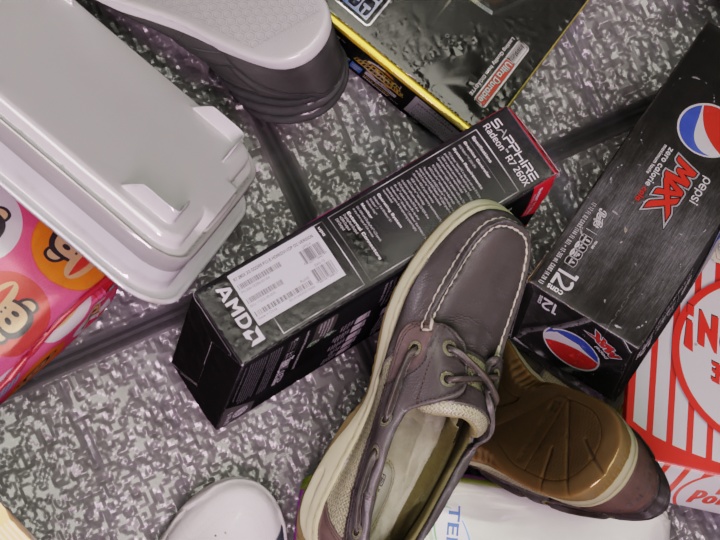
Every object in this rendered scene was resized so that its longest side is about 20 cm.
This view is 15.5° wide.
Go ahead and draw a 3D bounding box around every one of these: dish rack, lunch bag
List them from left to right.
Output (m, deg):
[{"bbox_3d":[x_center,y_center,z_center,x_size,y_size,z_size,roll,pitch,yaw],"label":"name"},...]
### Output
[{"bbox_3d":[-0.234,-0.004,1.352,0.176,0.082,0.200,44,70,2],"label":"lunch bag"},{"bbox_3d":[-0.141,-0.083,1.351,0.200,0.172,0.044,41,116,-4],"label":"dish rack"}]

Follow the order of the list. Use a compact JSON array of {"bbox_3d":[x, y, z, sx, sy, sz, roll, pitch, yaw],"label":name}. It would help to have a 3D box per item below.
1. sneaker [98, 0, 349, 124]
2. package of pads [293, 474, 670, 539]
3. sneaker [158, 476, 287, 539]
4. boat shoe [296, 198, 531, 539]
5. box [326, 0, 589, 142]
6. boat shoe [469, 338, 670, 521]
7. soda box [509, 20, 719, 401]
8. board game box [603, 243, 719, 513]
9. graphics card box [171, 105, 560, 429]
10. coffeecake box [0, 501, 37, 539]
[{"bbox_3d":[-0.088,-0.139,1.422,0.200,0.099,0.071,31,75,27],"label":"sneaker"},{"bbox_3d":[0.060,0.185,1.388,0.199,0.068,0.155,9,78,-13],"label":"package of pads"},{"bbox_3d":[-0.082,0.191,1.318,0.079,0.130,0.200,32,73,-6],"label":"sneaker"},{"bbox_3d":[0.039,0.064,1.312,0.072,0.066,0.202,28,89,-38],"label":"boat shoe"},{"bbox_3d":[0.057,-0.188,1.474,0.159,0.049,0.200,38,73,-1],"label":"box"},{"bbox_3d":[0.085,0.085,1.364,0.065,0.200,0.073,42,86,-32],"label":"boat shoe"},{"bbox_3d":[0.159,-0.033,1.396,0.071,0.063,0.200,32,62,9],"label":"soda box"},{"bbox_3d":[0.210,0.036,1.440,0.151,0.046,0.201,12,60,-11],"label":"board game box"},{"bbox_3d":[0.000,0.000,1.379,0.200,0.126,0.051,-32,80,-17],"label":"graphics card box"},{"bbox_3d":[-0.213,0.194,1.249,0.153,0.200,0.073,-44,91,-17],"label":"coffeecake box"}]
